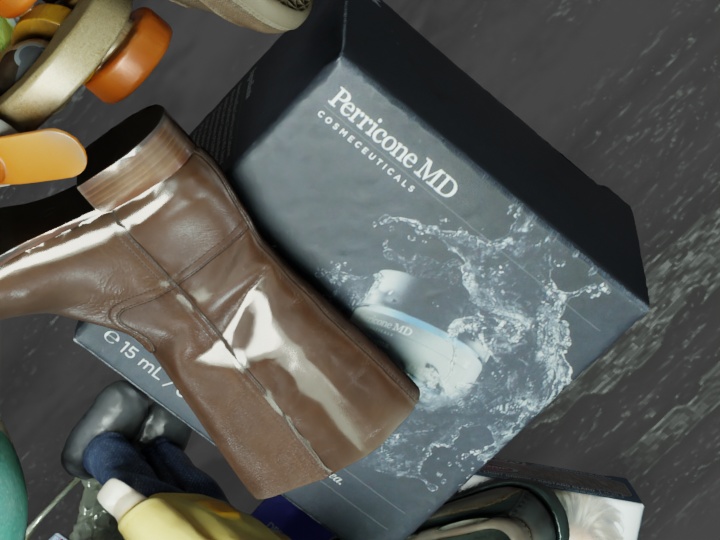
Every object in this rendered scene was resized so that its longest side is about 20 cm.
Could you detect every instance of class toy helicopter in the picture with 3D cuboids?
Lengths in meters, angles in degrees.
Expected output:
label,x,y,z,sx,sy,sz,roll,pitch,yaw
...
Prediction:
label,x,y,z,sx,sy,sz,roll,pitch,yaw
toy helicopter,-0.174,-0.054,1.062,0.079,0.132,0.200,40,111,-22

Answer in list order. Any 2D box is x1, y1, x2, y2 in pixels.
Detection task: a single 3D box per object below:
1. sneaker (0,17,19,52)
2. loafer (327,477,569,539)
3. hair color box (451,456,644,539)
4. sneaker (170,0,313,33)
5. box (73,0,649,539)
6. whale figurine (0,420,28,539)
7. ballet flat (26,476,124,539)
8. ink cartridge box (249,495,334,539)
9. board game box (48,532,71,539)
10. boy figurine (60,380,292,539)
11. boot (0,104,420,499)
label,x,y,z,sx,sy,sz,roll,pitch,yaw
sneaker,-0.235,-0.126,1.104,0.200,0.090,0.078,41,110,-20
loafer,0.009,0.163,1.194,0.200,0.063,0.072,-31,85,20
hair color box,0.079,0.204,1.253,0.100,0.061,0.200,10,97,-4
sneaker,-0.114,-0.168,1.103,0.200,0.070,0.076,37,130,-12
box,0.000,0.000,1.150,0.197,0.117,0.200,38,112,-17
whale figurine,-0.245,0.123,1.056,0.200,0.104,0.159,-9,138,-23
ballet flat,-0.164,0.176,1.250,0.072,0.072,0.200,30,84,-14
ink cartridge box,-0.042,0.250,1.294,0.200,0.043,0.198,-46,109,1
board game box,-0.096,0.193,1.127,0.200,0.200,0.062,40,81,-19
boy figurine,-0.070,0.128,1.129,0.124,0.200,0.064,27,98,-42
boot,-0.095,0.046,1.083,0.186,0.064,0.200,-31,116,20
